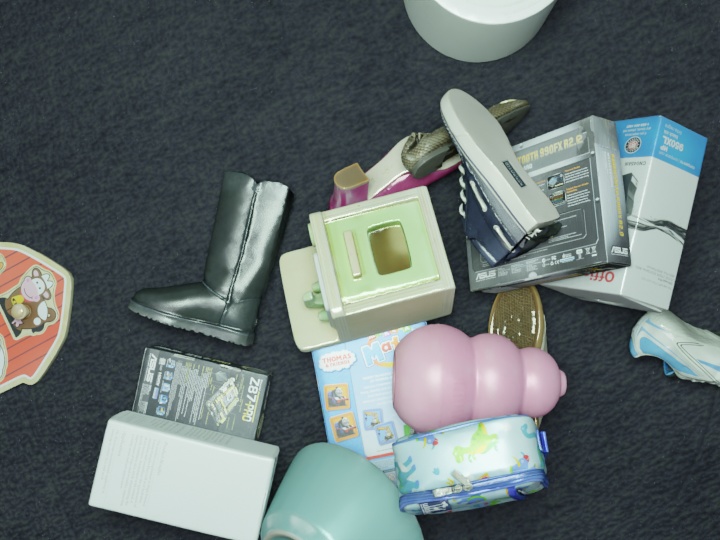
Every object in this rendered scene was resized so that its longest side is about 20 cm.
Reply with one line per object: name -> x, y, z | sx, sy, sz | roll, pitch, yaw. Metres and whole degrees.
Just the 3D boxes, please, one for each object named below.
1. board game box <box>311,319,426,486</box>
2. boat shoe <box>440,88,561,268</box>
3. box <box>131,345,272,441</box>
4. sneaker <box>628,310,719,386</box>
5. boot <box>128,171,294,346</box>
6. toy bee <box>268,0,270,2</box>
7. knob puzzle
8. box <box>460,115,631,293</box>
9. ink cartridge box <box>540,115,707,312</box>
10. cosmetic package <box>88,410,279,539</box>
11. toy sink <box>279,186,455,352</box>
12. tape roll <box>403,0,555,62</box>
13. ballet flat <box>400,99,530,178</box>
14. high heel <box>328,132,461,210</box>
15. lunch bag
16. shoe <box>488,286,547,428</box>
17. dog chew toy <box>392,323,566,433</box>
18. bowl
board game box -> 0.026, 0.168, 0.949 | 0.148, 0.037, 0.204 | -11, 88, 0
boat shoe -> 0.132, -0.098, 0.854 | 0.074, 0.093, 0.202 | -13, 67, -43
box -> -0.207, 0.209, 0.946 | 0.158, 0.049, 0.204 | 11, 88, 3
sneaker -> 0.422, 0.111, 0.937 | 0.197, 0.072, 0.073 | 25, 122, -4
boot -> -0.183, -0.027, 0.946 | 0.162, 0.066, 0.204 | 15, 91, -7
toy bee -> -0.030, -0.397, 0.941 | 0.130, 0.109, 0.202 | 27, 98, -42
knob puzzle -> -0.457, 0.053, 0.966 | 0.215, 0.030, 0.225 | 0, 87, 1
box -> 0.205, -0.067, 0.877 | 0.048, 0.198, 0.162 | 6, 76, -38
ink cartridge box -> 0.301, -0.065, 0.892 | 0.083, 0.144, 0.204 | 15, 87, -27
cosmetic package -> -0.201, 0.237, 0.886 | 0.196, 0.074, 0.104 | 15, 89, -2
toy sink -> 0.000, 0.000, 0.903 | 0.196, 0.112, 0.133 | -13, 70, 0
tape roll -> 0.151, -0.373, 0.921 | 0.198, 0.139, 0.207 | 0, 88, 1
ballet flat -> 0.127, -0.170, 0.925 | 0.198, 0.068, 0.047 | -29, 71, -24
high heel -> 0.051, -0.107, 0.965 | 0.198, 0.097, 0.068 | -26, 60, -21
lunch bag -> 0.124, 0.211, 0.819 | 0.158, 0.200, 0.084 | -14, 70, 9
shoe -> 0.196, 0.112, 0.946 | 0.069, 0.053, 0.204 | 0, 83, 24
dog chew toy -> 0.135, 0.127, 0.872 | 0.196, 0.125, 0.127 | 2, 87, 0
bowl -> -0.037, 0.309, 0.856 | 0.198, 0.105, 0.204 | 19, 123, 32
